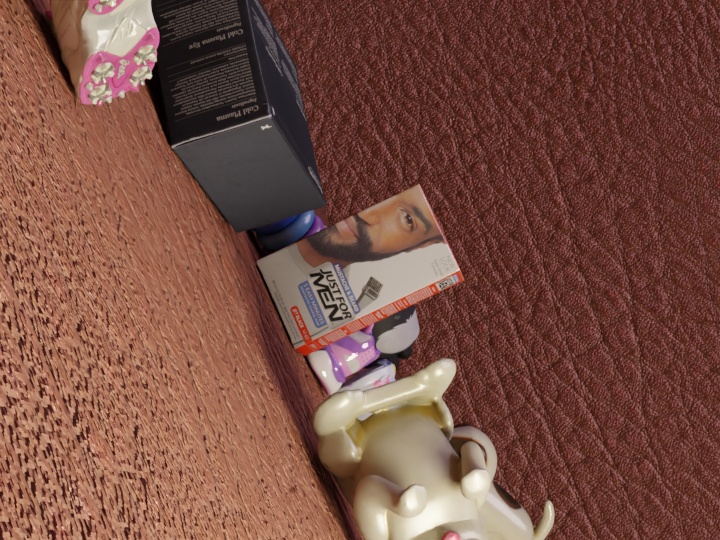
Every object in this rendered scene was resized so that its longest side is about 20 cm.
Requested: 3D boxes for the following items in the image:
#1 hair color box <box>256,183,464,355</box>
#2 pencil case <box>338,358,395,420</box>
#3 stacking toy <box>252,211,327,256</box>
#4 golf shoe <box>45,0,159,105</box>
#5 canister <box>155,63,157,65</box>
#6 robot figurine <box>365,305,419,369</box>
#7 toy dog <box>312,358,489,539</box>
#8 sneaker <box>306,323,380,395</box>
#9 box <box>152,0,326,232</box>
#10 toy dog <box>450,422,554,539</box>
[{"bbox_3d":[0.000,0.000,1.623,0.111,0.200,0.064,65,2,13],"label":"hair color box"},{"bbox_3d":[0.041,0.209,1.759,0.200,0.083,0.091,66,24,5],"label":"pencil case"},{"bbox_3d":[-0.110,-0.087,1.693,0.200,0.085,0.085,57,6,-30],"label":"stacking toy"},{"bbox_3d":[-0.168,-0.199,0.967,0.092,0.075,0.200,53,-39,20],"label":"golf shoe"},{"bbox_3d":[-0.218,-0.322,1.581,0.200,0.086,0.149,64,1,32],"label":"canister"},{"bbox_3d":[0.019,0.054,2.241,0.150,0.125,0.200,-104,-179,-64],"label":"robot figurine"},{"bbox_3d":[0.041,0.212,1.309,0.200,0.139,0.194,64,-35,23],"label":"toy dog"},{"bbox_3d":[-0.030,0.059,1.736,0.081,0.088,0.200,61,3,-39],"label":"sneaker"},{"bbox_3d":[-0.124,-0.168,1.485,0.200,0.104,0.182,58,16,-62],"label":"box"},{"bbox_3d":[0.146,0.304,1.948,0.140,0.194,0.200,-71,144,-69],"label":"toy dog"}]
